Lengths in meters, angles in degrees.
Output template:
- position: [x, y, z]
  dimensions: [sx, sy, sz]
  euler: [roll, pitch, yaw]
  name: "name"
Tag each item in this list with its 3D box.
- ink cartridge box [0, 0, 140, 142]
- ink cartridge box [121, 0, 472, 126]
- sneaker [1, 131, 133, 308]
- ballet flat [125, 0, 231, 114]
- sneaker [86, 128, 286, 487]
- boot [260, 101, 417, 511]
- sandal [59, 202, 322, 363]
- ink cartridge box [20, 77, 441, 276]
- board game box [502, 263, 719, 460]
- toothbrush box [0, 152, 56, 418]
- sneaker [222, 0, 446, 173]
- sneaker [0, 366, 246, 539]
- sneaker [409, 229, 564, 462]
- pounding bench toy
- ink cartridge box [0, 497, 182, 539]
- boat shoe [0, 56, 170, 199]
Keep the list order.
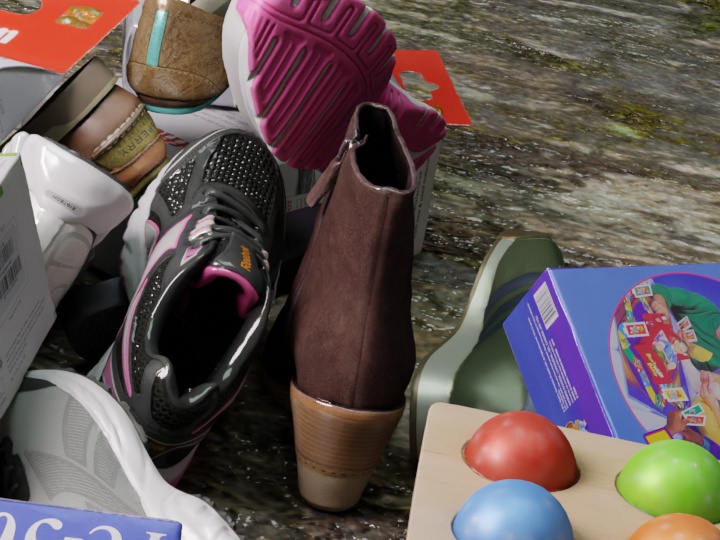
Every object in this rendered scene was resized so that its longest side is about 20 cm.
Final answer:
- position: [-0.225, -0.105, 1.039]
  dimensions: [0.162, 0.057, 0.200]
  euler: [15, 49, 25]
  name: "ink cartridge box"
- position: [-0.039, -0.135, 1.288]
  dimensions: [0.199, 0.048, 0.160]
  euler: [5, 21, -8]
  name: "ink cartridge box"
- position: [-0.166, -0.004, 1.042]
  dimensions: [0.075, 0.081, 0.200]
  euler: [29, -16, -8]
  name: "sneaker"
- position: [-0.068, -0.143, 1.146]
  dimensions: [0.067, 0.073, 0.200]
  euler: [10, 24, 18]
  name: "ballet flat"
- position: [-0.065, 0.010, 0.994]
  dimensions: [0.080, 0.086, 0.201]
  euler: [27, 49, -18]
  name: "sneaker"
- position: [0.000, 0.000, 1.037]
  dimensions: [0.072, 0.167, 0.200]
  euler: [8, 22, -7]
  name: "boot"
- position: [-0.073, -0.003, 1.109]
  dimensions: [0.200, 0.076, 0.043]
  euler: [-20, 70, -41]
  name: "sandal"
- position: [-0.075, -0.054, 1.245]
  dimensions: [0.146, 0.083, 0.199]
  euler: [27, 27, 38]
  name: "ink cartridge box"
- position: [0.156, 0.092, 0.919]
  dimensions: [0.134, 0.045, 0.201]
  euler: [-2, 57, -29]
  name: "board game box"
- position: [-0.243, 0.023, 0.892]
  dimensions: [0.199, 0.086, 0.146]
  euler: [-1, 31, 14]
  name: "toothbrush box"
- position: [-0.030, -0.094, 1.060]
  dimensions: [0.088, 0.081, 0.200]
  euler: [41, -5, 23]
  name: "sneaker"
- position: [-0.116, 0.100, 0.873]
  dimensions: [0.079, 0.074, 0.200]
  euler: [-12, 31, -34]
  name: "sneaker"
- position: [0.093, 0.043, 1.098]
  dimensions: [0.089, 0.067, 0.200]
  euler: [7, 27, 18]
  name: "sneaker"
- position: [0.106, 0.143, 0.754]
  dimensions: [0.199, 0.157, 0.124]
  euler: [12, 22, 1]
  name: "pounding bench toy"
- position: [-0.166, 0.124, 0.761]
  dimensions: [0.199, 0.044, 0.095]
  euler: [8, 65, -7]
  name: "ink cartridge box"
- position: [-0.160, -0.042, 1.135]
  dimensions: [0.068, 0.200, 0.072]
  euler: [45, 64, -10]
  name: "boat shoe"
